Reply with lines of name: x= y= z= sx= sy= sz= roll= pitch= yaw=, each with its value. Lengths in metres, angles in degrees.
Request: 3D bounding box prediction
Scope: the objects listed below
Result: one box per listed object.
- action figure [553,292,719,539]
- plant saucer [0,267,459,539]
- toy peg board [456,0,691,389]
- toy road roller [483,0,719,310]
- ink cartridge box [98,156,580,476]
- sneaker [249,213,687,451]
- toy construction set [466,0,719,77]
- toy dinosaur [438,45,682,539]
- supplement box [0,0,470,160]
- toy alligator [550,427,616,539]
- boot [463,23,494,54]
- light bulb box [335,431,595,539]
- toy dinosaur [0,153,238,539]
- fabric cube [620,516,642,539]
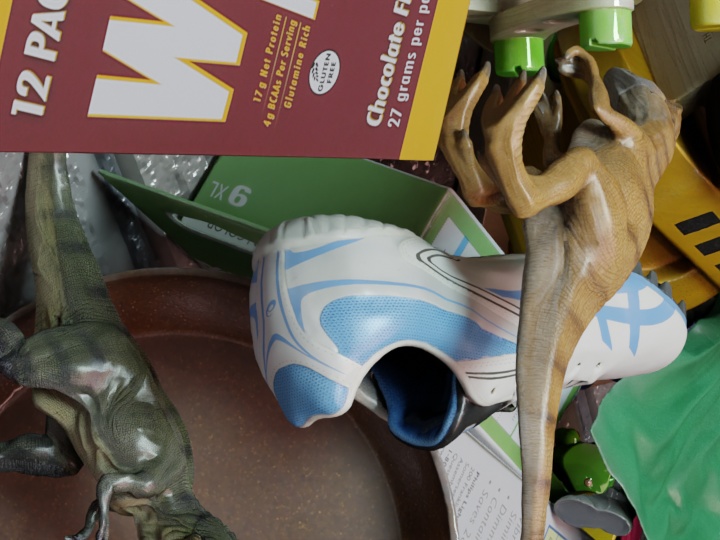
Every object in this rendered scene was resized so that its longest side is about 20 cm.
action figure: x=0.139 y=0.054 z=1.002 sx=0.200 sy=0.054 sz=0.119 roll=-52 pitch=133 yaw=-46
plant saucer: x=-0.066 y=0.101 z=0.827 sx=0.201 sy=0.199 sz=0.035 roll=-60 pitch=175 yaw=-11
toy peg board: x=0.139 y=-0.030 z=1.077 sx=0.199 sy=0.097 sz=0.201 roll=-8 pitch=113 yaw=-50
toy road roller: x=0.139 y=-0.034 z=0.925 sx=0.146 sy=0.123 sz=0.200 roll=-33 pitch=134 yaw=19
ink cartridge box: x=0.000 y=0.000 z=0.907 sx=0.060 sy=0.103 sz=0.200 roll=-59 pitch=143 yaw=-12
sneaker: x=0.039 y=0.026 z=0.814 sx=0.199 sy=0.072 sz=0.073 roll=6 pitch=77 yaw=-45
toy construction set: x=0.022 y=-0.113 z=0.792 sx=0.199 sy=0.131 sz=0.093 roll=19 pitch=74 yaw=-40
toy dinosaur: x=0.066 y=-0.010 z=0.754 sx=0.106 sy=0.060 sz=0.201 roll=44 pitch=49 yaw=-23
supplement box: x=-0.098 y=-0.120 z=0.640 sx=0.197 sy=0.199 sz=0.134 roll=-2 pitch=110 yaw=-51
toy alligator: x=0.094 y=0.101 z=1.111 sx=0.054 sy=0.059 sz=0.200 roll=43 pitch=82 yaw=-7
boot: x=0.099 y=-0.140 z=0.960 sx=0.200 sy=0.073 sz=0.156 roll=44 pitch=68 yaw=-34
light bulb box: x=-0.014 y=0.156 z=0.949 sx=0.199 sy=0.124 sz=0.200 roll=-62 pitch=144 yaw=-10
toy dinosaur: x=-0.105 y=0.039 z=0.803 sx=0.088 sy=0.201 sz=0.047 roll=-19 pitch=167 yaw=-8
fabric cube: x=0.263 y=0.164 z=1.249 sx=0.199 sy=0.199 sz=0.198 roll=-21 pitch=124 yaw=-43
